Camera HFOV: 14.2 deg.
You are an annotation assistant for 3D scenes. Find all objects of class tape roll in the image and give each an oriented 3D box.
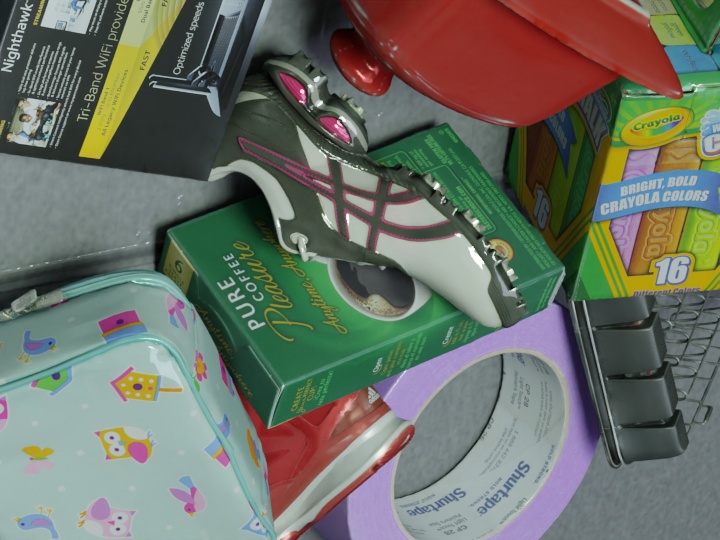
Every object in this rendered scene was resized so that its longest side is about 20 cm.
[{"bbox_3d":[0.054,0.095,1.755,0.200,0.066,0.201,-22,128,-31],"label":"tape roll"}]

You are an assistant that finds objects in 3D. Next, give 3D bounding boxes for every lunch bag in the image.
[{"bbox_3d":[-0.144,0.094,1.543,0.160,0.077,0.200,-18,130,9],"label":"lunch bag"}]

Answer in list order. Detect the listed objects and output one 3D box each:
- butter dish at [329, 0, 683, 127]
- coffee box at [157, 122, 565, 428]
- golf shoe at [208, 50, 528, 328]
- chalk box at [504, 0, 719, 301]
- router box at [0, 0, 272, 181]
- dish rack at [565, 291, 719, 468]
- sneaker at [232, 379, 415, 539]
[{"bbox_3d":[0.044,-0.152,1.539,0.148,0.200,0.200,-42,141,21],"label":"butter dish"},{"bbox_3d":[0.000,0.000,1.609,0.200,0.123,0.044,-23,152,-31],"label":"coffee box"},{"bbox_3d":[0.003,-0.027,1.567,0.088,0.200,0.077,-47,176,-3],"label":"golf shoe"},{"bbox_3d":[0.173,-0.099,1.649,0.124,0.125,0.200,-4,131,-17],"label":"chalk box"},{"bbox_3d":[-0.118,-0.151,1.463,0.157,0.052,0.200,7,110,-42],"label":"router box"},{"bbox_3d":[0.193,0.009,1.793,0.200,0.054,0.154,-59,142,-47],"label":"dish rack"},{"bbox_3d":[-0.070,0.108,1.663,0.200,0.116,0.078,-40,176,22],"label":"sneaker"}]
